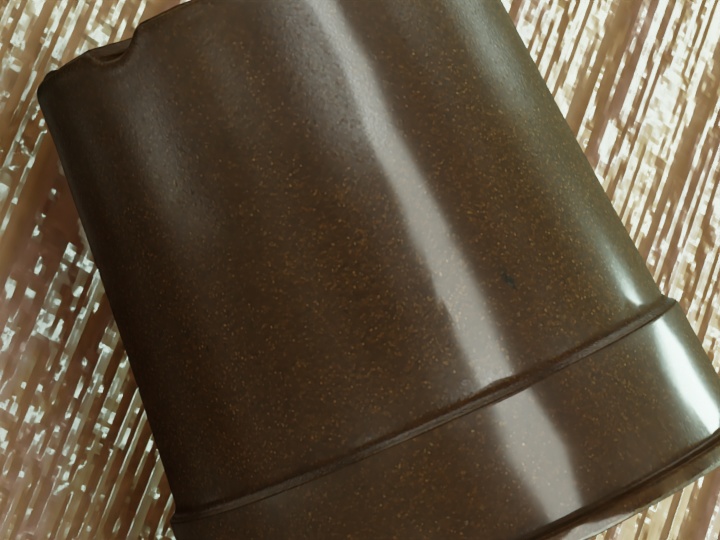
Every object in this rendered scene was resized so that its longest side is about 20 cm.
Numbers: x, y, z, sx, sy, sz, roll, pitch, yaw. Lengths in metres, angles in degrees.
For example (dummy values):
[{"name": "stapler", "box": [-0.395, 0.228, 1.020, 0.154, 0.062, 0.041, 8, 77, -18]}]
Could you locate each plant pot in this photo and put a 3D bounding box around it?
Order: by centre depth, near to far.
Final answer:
[{"name": "plant pot", "box": [0.000, 0.000, 0.941, 0.200, 0.200, 0.198, -25, 93, -35]}]
